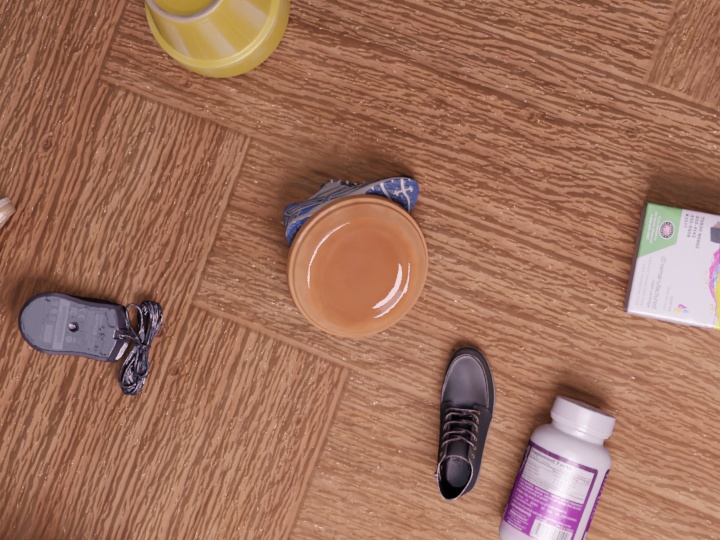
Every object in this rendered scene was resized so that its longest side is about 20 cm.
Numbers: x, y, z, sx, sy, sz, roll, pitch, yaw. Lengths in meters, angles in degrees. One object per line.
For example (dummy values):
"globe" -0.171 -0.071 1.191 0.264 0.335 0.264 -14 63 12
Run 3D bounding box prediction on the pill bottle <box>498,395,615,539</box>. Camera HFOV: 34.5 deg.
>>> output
"pill bottle" 0.261 0.272 1.515 0.111 0.112 0.203 20 91 9

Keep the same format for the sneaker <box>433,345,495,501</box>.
"sneaker" 0.139 0.203 1.538 0.074 0.106 0.203 3 89 9

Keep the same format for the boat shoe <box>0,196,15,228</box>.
"boat shoe" -0.558 -0.018 1.678 0.069 0.074 0.200 42 96 -4

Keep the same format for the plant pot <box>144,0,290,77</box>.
"plant pot" -0.209 -0.377 1.570 0.198 0.189 0.204 0 89 8

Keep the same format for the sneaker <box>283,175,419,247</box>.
"sneaker" -0.017 -0.095 1.586 0.198 0.078 0.085 -20 42 -12

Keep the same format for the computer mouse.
"computer mouse" -0.387 0.089 1.656 0.197 0.053 0.140 15 92 -2

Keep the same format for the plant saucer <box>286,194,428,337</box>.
"plant saucer" 0.000 0.000 1.552 0.197 0.037 0.203 -5 112 -13

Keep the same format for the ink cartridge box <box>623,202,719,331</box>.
"ink cartridge box" 0.454 0.002 1.507 0.197 0.084 0.147 11 90 8
